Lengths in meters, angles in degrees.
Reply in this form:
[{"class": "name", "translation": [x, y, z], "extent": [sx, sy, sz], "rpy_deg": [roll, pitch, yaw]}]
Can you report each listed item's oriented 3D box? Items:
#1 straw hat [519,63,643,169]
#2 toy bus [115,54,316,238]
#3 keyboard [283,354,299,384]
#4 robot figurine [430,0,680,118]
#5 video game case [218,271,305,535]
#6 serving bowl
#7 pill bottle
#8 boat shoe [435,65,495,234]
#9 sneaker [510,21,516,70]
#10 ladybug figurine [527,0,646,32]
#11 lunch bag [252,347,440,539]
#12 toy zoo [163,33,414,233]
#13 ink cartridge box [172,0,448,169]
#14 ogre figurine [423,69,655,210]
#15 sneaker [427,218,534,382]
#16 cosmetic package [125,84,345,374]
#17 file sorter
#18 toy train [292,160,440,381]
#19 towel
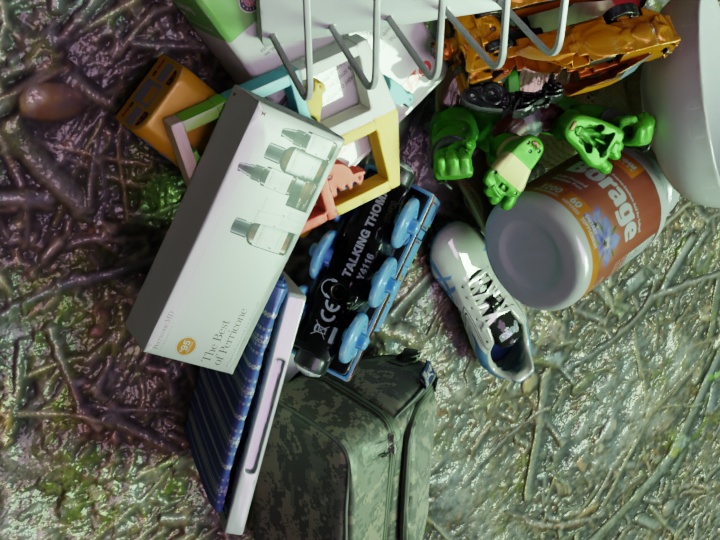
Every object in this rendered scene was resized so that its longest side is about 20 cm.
[{"class": "straw hat", "translation": [0.251, -0.182, 1.076], "extent": [0.199, 0.085, 0.203], "rpy_deg": [-14, 116, -29]}, {"class": "toy bus", "translation": [-0.102, -0.089, 0.884], "extent": [0.200, 0.078, 0.065], "rpy_deg": [38, 87, -38]}, {"class": "keyboard", "translation": [-0.052, 0.058, 1.026], "extent": [0.200, 0.011, 0.056], "rpy_deg": [-44, 132, -10]}, {"class": "robot figurine", "translation": [0.152, -0.199, 0.895], "extent": [0.198, 0.058, 0.147], "rpy_deg": [-15, 78, -4]}, {"class": "video game case", "translation": [-0.092, 0.101, 0.923], "extent": [0.018, 0.143, 0.202], "rpy_deg": [13, 98, -17]}, {"class": "serving bowl", "translation": [0.298, -0.154, 0.997], "extent": [0.200, 0.065, 0.203], "rpy_deg": [19, 68, -62]}, {"class": "pill bottle", "translation": [0.214, -0.052, 1.016], "extent": [0.199, 0.111, 0.113], "rpy_deg": [-31, 126, -39]}, {"class": "boat shoe", "translation": [0.115, -0.107, 1.044], "extent": [0.073, 0.063, 0.202], "rpy_deg": [-31, 118, -5]}, {"class": "sneaker", "translation": [0.114, -0.264, 0.961], "extent": [0.090, 0.066, 0.201], "rpy_deg": [-37, 124, -12]}, {"class": "ladybug figurine", "translation": [0.221, -0.282, 0.994], "extent": [0.136, 0.072, 0.201], "rpy_deg": [44, 63, -31]}, {"class": "lunch bag", "translation": [-0.001, 0.187, 1.041], "extent": [0.167, 0.139, 0.202], "rpy_deg": [-21, 122, -44]}, {"class": "toy zoo", "translation": [-0.043, -0.097, 0.852], "extent": [0.199, 0.020, 0.132], "rpy_deg": [-26, 124, -18]}, {"class": "ink cartridge box", "translation": [-0.040, -0.196, 0.876], "extent": [0.145, 0.084, 0.200], "rpy_deg": [-44, 127, -9]}, {"class": "ogre figurine", "translation": [0.142, -0.120, 0.945], "extent": [0.199, 0.120, 0.099], "rpy_deg": [-29, 121, -5]}, {"class": "sneaker", "translation": [0.128, 0.031, 1.095], "extent": [0.072, 0.072, 0.201], "rpy_deg": [-38, 125, -12]}, {"class": "cosmetic package", "translation": [-0.094, -0.027, 0.810], "extent": [0.082, 0.051, 0.201], "rpy_deg": [19, 103, -35]}, {"class": "file sorter", "translation": [0.036, -0.210, 0.748], "extent": [0.198, 0.125, 0.140], "rpy_deg": [-12, 130, -14]}, {"class": "toy train", "translation": [0.000, 0.000, 0.961], "extent": [0.202, 0.086, 0.114], "rpy_deg": [-66, 167, 1]}, {"class": "towel", "translation": [-0.105, 0.078, 0.913], "extent": [0.024, 0.145, 0.202], "rpy_deg": [11, 105, -21]}]
